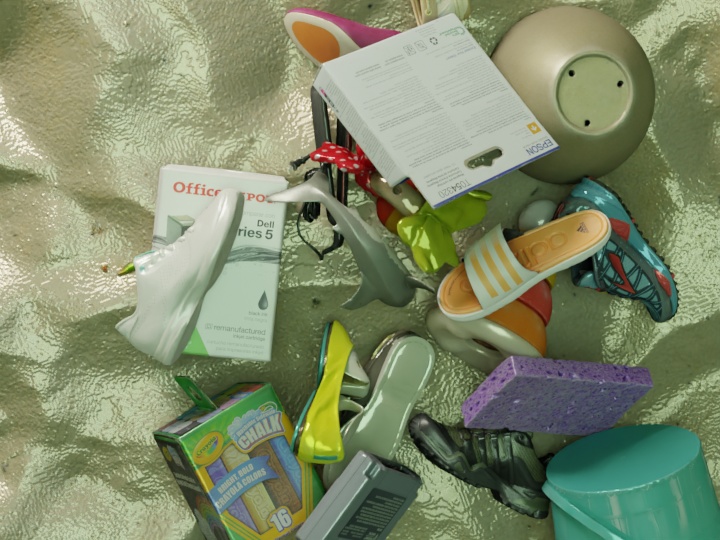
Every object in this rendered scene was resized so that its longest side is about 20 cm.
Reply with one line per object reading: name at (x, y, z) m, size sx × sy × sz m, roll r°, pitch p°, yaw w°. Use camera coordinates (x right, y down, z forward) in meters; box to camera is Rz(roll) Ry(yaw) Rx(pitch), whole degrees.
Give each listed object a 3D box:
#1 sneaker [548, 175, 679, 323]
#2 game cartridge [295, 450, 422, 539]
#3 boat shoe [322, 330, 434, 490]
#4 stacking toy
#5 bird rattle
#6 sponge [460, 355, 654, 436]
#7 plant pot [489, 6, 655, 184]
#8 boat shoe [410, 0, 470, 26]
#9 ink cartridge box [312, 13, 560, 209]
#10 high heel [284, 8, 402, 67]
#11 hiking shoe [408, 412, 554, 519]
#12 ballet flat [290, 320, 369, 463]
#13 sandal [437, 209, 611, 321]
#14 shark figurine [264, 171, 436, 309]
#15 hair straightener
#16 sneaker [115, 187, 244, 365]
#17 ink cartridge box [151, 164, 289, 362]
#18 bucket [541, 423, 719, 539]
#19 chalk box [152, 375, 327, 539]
sneaker at (0.280, -0.008, 1.758) m, size 0.095 × 0.079 × 0.200 m, roll -41°, pitch 109°, yaw -5°
game cartridge at (-0.002, 0.268, 1.714) m, size 0.041 × 0.200 × 0.133 m, roll 41°, pitch 92°, yaw 21°
boat shoe at (0.016, 0.160, 1.768) m, size 0.072 × 0.060 × 0.203 m, roll 29°, pitch 93°, yaw -18°
stacking toy at (0.173, 0.010, 1.756) m, size 0.145 × 0.146 × 0.202 m, roll 28°, pitch 73°, yaw -7°
bird rattle at (0.038, -0.074, 1.699) m, size 0.199 × 0.163 × 0.113 m, roll 32°, pitch 80°, yaw 13°
sponge at (0.220, 0.141, 1.732) m, size 0.198 × 0.112 × 0.030 m, roll 7°, pitch 50°, yaw -30°
plant pot at (0.242, -0.195, 1.722) m, size 0.198 × 0.134 × 0.203 m, roll 0°, pitch 94°, yaw -6°
boat shoe at (0.054, -0.360, 1.719) m, size 0.069 × 0.074 × 0.202 m, roll -26°, pitch 98°, yaw -9°
ink cartridge box at (0.081, -0.163, 1.644) m, size 0.195 × 0.043 × 0.201 m, roll -25°, pitch 72°, yaw -34°
high heel at (0.016, -0.257, 1.745) m, size 0.198 × 0.096 × 0.068 m, roll 23°, pitch 135°, yaw 11°
hiking shoe at (0.147, 0.201, 1.785) m, size 0.199 × 0.076 × 0.101 m, roll 31°, pitch 83°, yaw -16°
ballet flat at (-0.025, 0.136, 1.705) m, size 0.066 × 0.201 × 0.067 m, roll 11°, pitch 131°, yaw 4°
sandal at (0.168, -0.023, 1.667) m, size 0.205 × 0.080 × 0.059 m, roll -29°, pitch 137°, yaw 0°
shark figurine at (-0.005, -0.008, 1.678) m, size 0.090 × 0.128 × 0.215 m, roll -45°, pitch 121°, yaw -7°
hair straightener at (-0.049, -0.110, 1.747) m, size 0.076 × 0.041 × 0.203 m, roll -2°, pitch 101°, yaw -23°
sneaker at (-0.194, -0.006, 1.646) m, size 0.088 × 0.075 × 0.202 m, roll 27°, pitch 94°, yaw 5°
ink cartridge box at (-0.160, -0.010, 1.722) m, size 0.144 × 0.084 × 0.203 m, roll 6°, pitch 94°, yaw -6°
bucket at (0.302, 0.267, 1.724) m, size 0.205 × 0.207 × 0.136 m, roll -16°, pitch 103°, yaw -4°
chalk box at (-0.141, 0.199, 1.710) m, size 0.123 × 0.124 × 0.202 m, roll -28°, pitch 98°, yaw -20°
